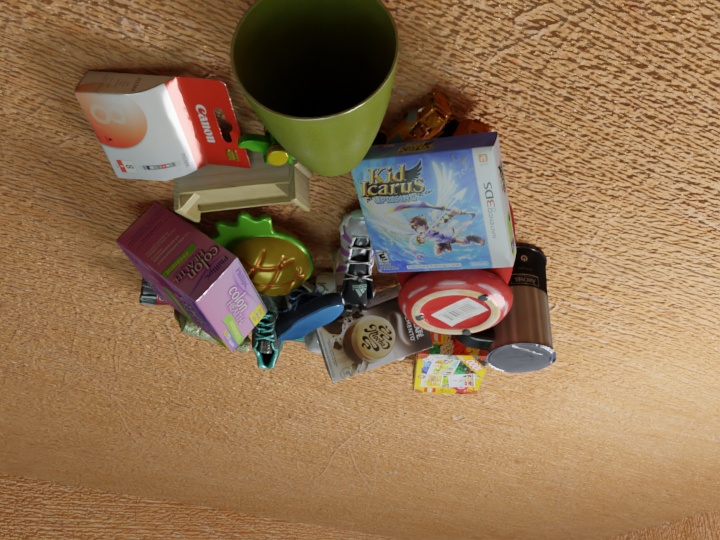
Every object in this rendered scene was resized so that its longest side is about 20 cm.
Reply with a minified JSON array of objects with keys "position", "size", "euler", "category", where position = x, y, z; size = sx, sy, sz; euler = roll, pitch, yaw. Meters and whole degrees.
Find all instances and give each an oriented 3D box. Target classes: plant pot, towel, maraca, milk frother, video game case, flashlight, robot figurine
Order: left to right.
[{"position":[-0.315,0.042,1.409],"size":[0.197,0.069,0.068],"euler":[7,157,-18],"category":"flashlight"},{"position":[-0.287,0.114,1.435],"size":[0.147,0.037,0.200],"euler":[23,176,-18],"category":"towel"},{"position":[-0.160,-0.029,1.234],"size":[0.136,0.108,0.200],"euler":[-21,138,18],"category":"maraca"},{"position":[-0.044,-0.205,0.892],"size":[0.184,0.190,0.200],"euler":[0,158,4],"category":"plant pot"},{"position":[0.079,-0.161,1.044],"size":[0.144,0.059,0.200],"euler":[25,142,-25],"category":"robot figurine"},{"position":[0.099,-0.086,1.005],"size":[0.197,0.046,0.183],"euler":[-3,123,21],"category":"video game case"},{"position":[0.144,-0.014,1.166],"size":[0.197,0.184,0.201],"euler":[3,147,2],"category":"plant pot"},{"position":[0.246,0.089,1.311],"size":[0.178,0.190,0.201],"euler":[-3,148,10],"category":"milk frother"}]

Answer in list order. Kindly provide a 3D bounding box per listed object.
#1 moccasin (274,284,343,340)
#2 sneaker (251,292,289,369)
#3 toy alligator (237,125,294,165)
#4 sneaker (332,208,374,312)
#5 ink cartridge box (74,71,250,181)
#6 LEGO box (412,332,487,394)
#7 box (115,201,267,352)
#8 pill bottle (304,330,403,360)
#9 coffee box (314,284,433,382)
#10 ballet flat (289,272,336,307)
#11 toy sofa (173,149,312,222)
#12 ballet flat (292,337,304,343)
[{"position":[-0.101,0.066,1.268],"size":[0.080,0.069,0.199],"euler":[2,160,-37],"category":"moccasin"},{"position":[-0.171,0.108,1.384],"size":[0.076,0.092,0.201],"euler":[2,137,2],"category":"sneaker"},{"position":[-0.069,-0.175,1.026],"size":[0.197,0.060,0.054],"euler":[-9,149,-6],"category":"toy alligator"},{"position":[0.000,0.000,1.229],"size":[0.077,0.142,0.201],"euler":[0,151,-9],"category":"sneaker"},{"position":[-0.263,-0.186,1.007],"size":[0.197,0.051,0.163],"euler":[8,145,13],"category":"ink cartridge box"},{"position":[0.188,0.189,1.584],"size":[0.147,0.078,0.201],"euler":[1,148,2],"category":"LEGO box"},{"position":[-0.275,0.012,1.226],"size":[0.199,0.097,0.177],"euler":[31,159,26],"category":"box"},{"position":[-0.004,0.123,1.462],"size":[0.198,0.112,0.111],"euler":[14,147,-17],"category":"pill bottle"},{"position":[0.021,0.111,1.361],"size":[0.198,0.080,0.114],"euler":[-19,106,-8],"category":"coffee box"},{"position":[-0.079,0.038,1.378],"size":[0.198,0.068,0.062],"euler":[-20,132,31],"category":"ballet flat"},{"position":[-0.175,-0.135,1.105],"size":[0.197,0.099,0.083],"euler":[-5,171,11],"category":"toy sofa"},{"position":[-0.171,0.101,1.502],"size":[0.198,0.071,0.065],"euler":[16,174,-15],"category":"ballet flat"}]
